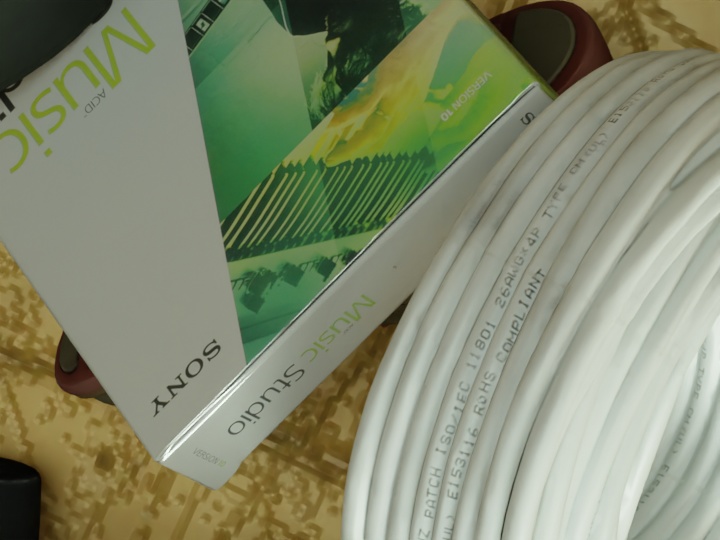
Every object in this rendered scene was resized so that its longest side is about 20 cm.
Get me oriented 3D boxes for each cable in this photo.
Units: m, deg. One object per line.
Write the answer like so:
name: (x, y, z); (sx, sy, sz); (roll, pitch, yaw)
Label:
cable: (0.072, 0.036, 0.681); (0.069, 0.200, 0.200); (22, 80, 30)

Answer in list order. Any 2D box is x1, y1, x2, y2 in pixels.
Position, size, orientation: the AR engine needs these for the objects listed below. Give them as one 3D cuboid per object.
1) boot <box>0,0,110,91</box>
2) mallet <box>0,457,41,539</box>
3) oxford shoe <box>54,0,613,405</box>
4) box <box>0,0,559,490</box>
boot: (-0.123, -0.156, 0.717); (0.174, 0.069, 0.200); (40, 84, 12)
mallet: (-0.067, 0.115, 0.742); (0.200, 0.041, 0.066); (25, 106, 41)
oxford shoe: (0.000, 0.000, 0.757); (0.200, 0.070, 0.075); (-26, 127, 24)
box: (-0.049, -0.057, 0.731); (0.144, 0.036, 0.200); (-45, 57, 8)
